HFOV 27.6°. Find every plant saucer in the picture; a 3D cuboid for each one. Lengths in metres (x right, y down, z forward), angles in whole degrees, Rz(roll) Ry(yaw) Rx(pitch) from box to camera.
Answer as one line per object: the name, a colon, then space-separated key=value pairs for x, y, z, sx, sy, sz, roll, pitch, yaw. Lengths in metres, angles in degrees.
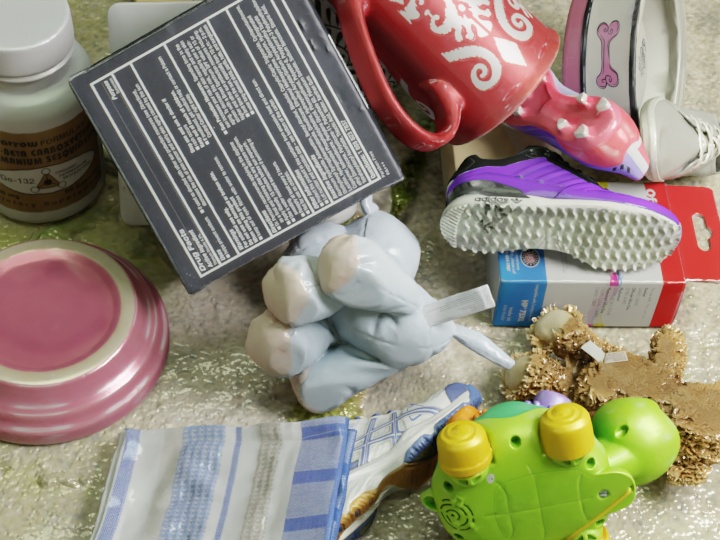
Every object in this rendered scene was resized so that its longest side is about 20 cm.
plant saucer: x=-0.258 y=0.047 z=1.207 sx=0.199 sy=0.051 sz=0.201 roll=1 pitch=51 yaw=-2

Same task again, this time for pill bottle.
pill bottle: x=-0.284 y=-0.146 z=1.264 sx=0.114 sy=0.200 sz=0.115 roll=2 pitch=51 yaw=-2

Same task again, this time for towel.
towel: x=-0.107 y=0.174 z=1.088 sx=0.199 sy=0.024 sz=0.147 roll=-5 pitch=50 yaw=19

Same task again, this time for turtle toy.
turtle toy: x=0.142 y=0.149 z=1.095 sx=0.199 sy=0.146 sz=0.101 roll=-11 pitch=27 yaw=3

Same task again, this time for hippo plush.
hippo plush: x=0.000 y=0.000 z=1.192 sx=0.199 sy=0.160 sz=0.161 roll=-17 pitch=40 yaw=7

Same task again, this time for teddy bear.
teddy bear: x=0.210 y=0.102 z=1.190 sx=0.199 sy=0.067 sz=0.145 roll=12 pitch=50 yaw=12

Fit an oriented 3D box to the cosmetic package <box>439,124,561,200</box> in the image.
cosmetic package: x=0.125 y=-0.140 z=1.371 sx=0.105 sy=0.071 sz=0.201 roll=-2 pitch=51 yaw=-5

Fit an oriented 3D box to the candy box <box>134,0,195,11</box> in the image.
candy box: x=-0.174 y=-0.222 z=1.330 sx=0.055 sy=0.201 sz=0.116 roll=-3 pitch=46 yaw=-4

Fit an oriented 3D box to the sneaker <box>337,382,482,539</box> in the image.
sneaker: x=0.007 y=0.135 z=1.137 sx=0.200 sy=0.075 sz=0.088 roll=-34 pitch=60 yaw=-28

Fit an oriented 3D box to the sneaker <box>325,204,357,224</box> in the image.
sneaker: x=-0.077 y=-0.121 z=1.332 sx=0.075 sy=0.089 sz=0.200 roll=-30 pitch=59 yaw=-27

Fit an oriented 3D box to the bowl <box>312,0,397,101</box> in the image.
bowl: x=-0.043 y=-0.211 z=1.382 sx=0.200 sy=0.201 sz=0.094 roll=34 pitch=99 yaw=22

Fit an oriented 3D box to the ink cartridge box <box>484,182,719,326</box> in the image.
ink cartridge box: x=0.211 y=-0.015 z=1.278 sx=0.199 sy=0.067 sz=0.117 roll=1 pitch=51 yaw=-3

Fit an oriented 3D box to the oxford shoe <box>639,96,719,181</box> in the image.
oxford shoe: x=0.289 y=-0.115 z=1.304 sx=0.057 sy=0.200 sz=0.076 roll=2 pitch=92 yaw=26

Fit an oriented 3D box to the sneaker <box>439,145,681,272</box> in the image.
sneaker: x=0.169 y=-0.063 z=1.226 sx=0.199 sy=0.070 sz=0.100 roll=8 pitch=46 yaw=1

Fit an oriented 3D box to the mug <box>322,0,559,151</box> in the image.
mug: x=0.053 y=-0.211 z=1.224 sx=0.200 sy=0.133 sz=0.178 roll=43 pitch=25 yaw=-19

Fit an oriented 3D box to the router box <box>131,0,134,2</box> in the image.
router box: x=-0.173 y=-0.368 z=1.549 sx=0.199 sy=0.052 sz=0.158 roll=-18 pitch=55 yaw=-18

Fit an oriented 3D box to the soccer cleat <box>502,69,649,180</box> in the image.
soccer cleat: x=0.174 y=-0.129 z=1.265 sx=0.067 sy=0.076 sz=0.200 roll=-48 pitch=31 yaw=-3

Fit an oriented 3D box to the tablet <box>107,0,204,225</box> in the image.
tablet: x=-0.149 y=-0.135 z=1.278 sx=0.129 sy=0.201 sz=0.014 roll=-3 pitch=24 yaw=-6

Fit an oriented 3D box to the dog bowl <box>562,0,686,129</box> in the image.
dog bowl: x=0.243 y=-0.190 z=1.351 sx=0.073 sy=0.201 sz=0.201 roll=3 pitch=47 yaw=25

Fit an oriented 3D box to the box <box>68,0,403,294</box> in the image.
box: x=-0.098 y=-0.121 z=1.199 sx=0.198 sy=0.123 sz=0.201 roll=-28 pitch=99 yaw=4
